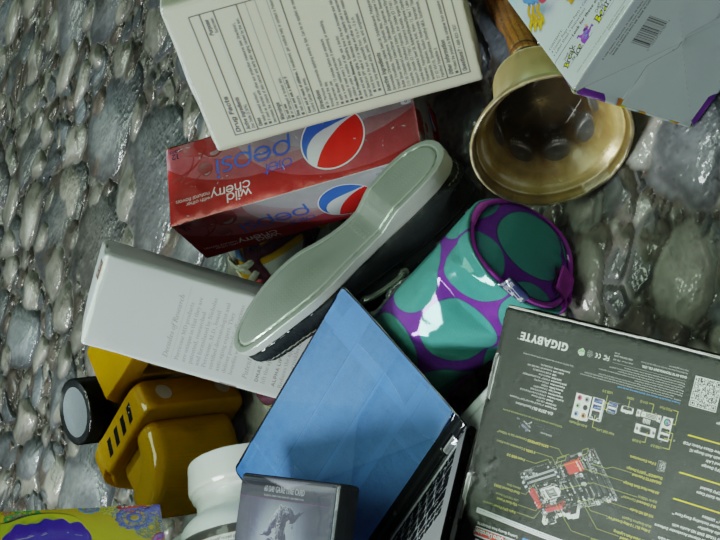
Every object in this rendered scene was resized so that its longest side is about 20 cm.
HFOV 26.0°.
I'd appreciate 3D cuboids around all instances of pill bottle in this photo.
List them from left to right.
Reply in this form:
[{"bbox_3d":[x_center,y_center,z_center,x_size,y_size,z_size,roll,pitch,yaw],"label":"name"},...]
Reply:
[{"bbox_3d":[-0.073,0.235,1.139,0.116,0.116,0.201,-35,54,45],"label":"pill bottle"}]

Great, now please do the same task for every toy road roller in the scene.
[{"bbox_3d":[-0.149,0.112,1.290,0.200,0.122,0.146,-56,52,37],"label":"toy road roller"}]

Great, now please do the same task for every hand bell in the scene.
[{"bbox_3d":[0.111,-0.147,1.042,0.104,0.104,0.201,-52,29,33],"label":"hand bell"}]

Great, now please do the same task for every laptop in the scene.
[{"bbox_3d":[-0.021,0.153,0.996,0.188,0.115,0.200,-60,5,33],"label":"laptop"}]

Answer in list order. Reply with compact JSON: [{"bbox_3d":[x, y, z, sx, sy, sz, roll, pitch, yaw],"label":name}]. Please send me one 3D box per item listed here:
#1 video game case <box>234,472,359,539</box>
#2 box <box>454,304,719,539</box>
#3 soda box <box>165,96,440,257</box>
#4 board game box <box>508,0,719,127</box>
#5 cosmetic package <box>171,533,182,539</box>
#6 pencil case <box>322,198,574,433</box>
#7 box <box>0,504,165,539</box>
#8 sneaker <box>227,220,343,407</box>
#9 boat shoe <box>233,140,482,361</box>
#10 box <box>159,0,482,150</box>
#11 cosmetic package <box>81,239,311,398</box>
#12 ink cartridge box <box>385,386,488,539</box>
[{"bbox_3d":[-0.053,0.234,0.997,0.143,0.019,0.201,-8,74,61],"label":"video game case"},{"bbox_3d":[0.153,0.116,0.869,0.199,0.049,0.161,13,92,41],"label":"box"},{"bbox_3d":[-0.041,-0.073,1.148,0.199,0.063,0.070,-15,64,16],"label":"soda box"},{"bbox_3d":[0.151,-0.197,0.958,0.105,0.103,0.200,-57,40,29],"label":"board game box"},{"bbox_3d":[-0.107,0.308,1.198,0.051,0.082,0.201,-36,52,44],"label":"cosmetic package"},{"bbox_3d":[0.056,0.046,1.040,0.092,0.085,0.200,43,127,2],"label":"pencil case"},{"bbox_3d":[-0.243,0.288,1.146,0.122,0.199,0.194,-110,23,-56],"label":"box"},{"bbox_3d":[-0.074,0.005,1.233,0.075,0.090,0.201,1,81,56],"label":"sneaker"},{"bbox_3d":[0.000,0.000,1.074,0.200,0.060,0.076,-41,30,9],"label":"boat shoe"},{"bbox_3d":[-0.027,-0.186,1.089,0.199,0.128,0.109,-14,42,6],"label":"box"},{"bbox_3d":[-0.102,0.041,1.146,0.102,0.199,0.074,-146,71,-79],"label":"cosmetic package"},{"bbox_3d":[0.106,0.182,0.974,0.163,0.057,0.200,-51,57,33],"label":"ink cartridge box"}]
